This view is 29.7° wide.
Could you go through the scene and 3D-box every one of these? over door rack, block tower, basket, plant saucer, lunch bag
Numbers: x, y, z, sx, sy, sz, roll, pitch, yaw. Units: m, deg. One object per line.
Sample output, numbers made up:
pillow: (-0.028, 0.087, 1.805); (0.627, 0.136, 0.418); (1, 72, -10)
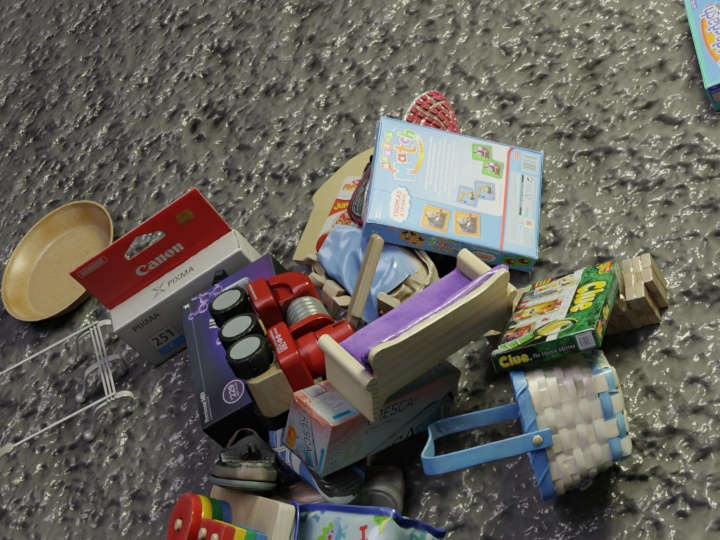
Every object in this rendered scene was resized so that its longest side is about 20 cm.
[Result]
over door rack: (-0.397, 0.158, 1.764); (0.198, 0.067, 0.149); (-19, 45, -7)
block tower: (0.223, 0.042, 1.445); (0.198, 0.058, 0.055); (-18, 48, 24)
basket: (0.158, 0.151, 1.316); (0.197, 0.141, 0.176); (-10, 6, 8)
plant saucer: (-0.425, -0.007, 1.942); (0.198, 0.035, 0.202); (-18, 50, 23)
lunch bag: (-0.030, 0.323, 1.351); (0.198, 0.127, 0.172); (-4, 67, 39)

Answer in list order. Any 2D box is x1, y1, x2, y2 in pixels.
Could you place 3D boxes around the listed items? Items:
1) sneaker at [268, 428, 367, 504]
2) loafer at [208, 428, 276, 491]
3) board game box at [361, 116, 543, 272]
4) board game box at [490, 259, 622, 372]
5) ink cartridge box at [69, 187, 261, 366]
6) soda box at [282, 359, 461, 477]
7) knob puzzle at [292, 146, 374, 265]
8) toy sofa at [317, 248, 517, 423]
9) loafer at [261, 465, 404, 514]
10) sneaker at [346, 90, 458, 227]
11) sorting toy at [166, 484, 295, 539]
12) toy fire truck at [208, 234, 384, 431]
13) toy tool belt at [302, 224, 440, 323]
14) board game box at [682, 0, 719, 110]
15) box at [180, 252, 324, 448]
sneaker: (-0.049, 0.193, 1.456); (0.200, 0.075, 0.078); (-127, 45, -56)
loafer: (-0.127, 0.203, 1.470); (0.071, 0.200, 0.064); (7, 83, -8)
board game box: (0.108, -0.088, 1.554); (0.197, 0.037, 0.153); (13, 57, -6)
board game box: (0.196, 0.042, 1.329); (0.103, 0.024, 0.200); (-14, 14, 21)
ink cartridge box: (-0.232, 0.013, 1.693); (0.199, 0.176, 0.045); (-33, 45, 9)
soda box: (0.014, 0.143, 1.417); (0.199, 0.069, 0.063); (-18, 42, -42)
knob puzzle: (0.027, -0.082, 1.690); (0.217, 0.031, 0.222); (-17, 49, 20)
toy sofa: (0.059, 0.053, 1.363); (0.199, 0.098, 0.083); (-31, 48, -25)
loafer: (-0.042, 0.257, 1.468); (0.198, 0.073, 0.063); (-15, 22, 20)
sneaker: (0.048, -0.139, 1.649); (0.074, 0.081, 0.201); (-5, 44, 55)
sorting toy: (-0.157, 0.324, 1.391); (0.198, 0.069, 0.203); (-6, 69, 64)
toy fire truck: (-0.053, 0.044, 1.449); (0.198, 0.130, 0.176); (-27, 28, -3)
toy tool belt: (0.000, 0.000, 1.550); (0.199, 0.122, 0.126); (34, 99, 34)
board game box: (0.473, -0.280, 1.523); (0.198, 0.045, 0.154); (-19, 49, 22)
box: (-0.130, 0.099, 1.631); (0.140, 0.079, 0.201); (-32, 46, 14)
